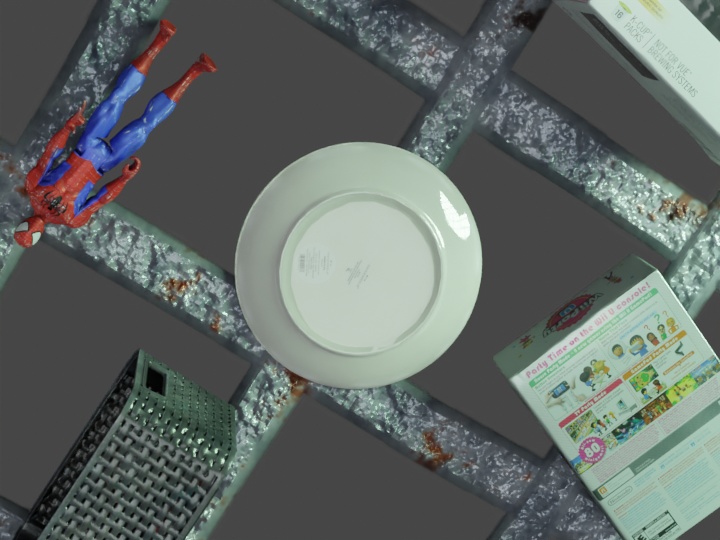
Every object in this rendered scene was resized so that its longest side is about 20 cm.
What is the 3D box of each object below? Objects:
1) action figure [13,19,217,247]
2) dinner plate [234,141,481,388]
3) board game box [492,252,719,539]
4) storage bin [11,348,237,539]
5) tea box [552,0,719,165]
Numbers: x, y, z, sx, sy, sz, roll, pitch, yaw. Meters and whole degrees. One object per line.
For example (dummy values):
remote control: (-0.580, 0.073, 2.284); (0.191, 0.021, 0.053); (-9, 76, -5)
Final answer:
action figure: (-0.193, -0.095, 1.090); (0.065, 0.052, 0.200); (39, 99, -17)
dinner plate: (0.000, 0.000, 1.146); (0.198, 0.024, 0.202); (-1, 103, -5)
board game box: (0.224, 0.111, 1.177); (0.147, 0.064, 0.201); (-36, 106, 2)
storage bin: (-0.185, 0.177, 1.109); (0.093, 0.135, 0.201); (32, 98, -13)
tea box: (0.282, -0.207, 1.070); (0.200, 0.134, 0.197); (42, 97, -14)
